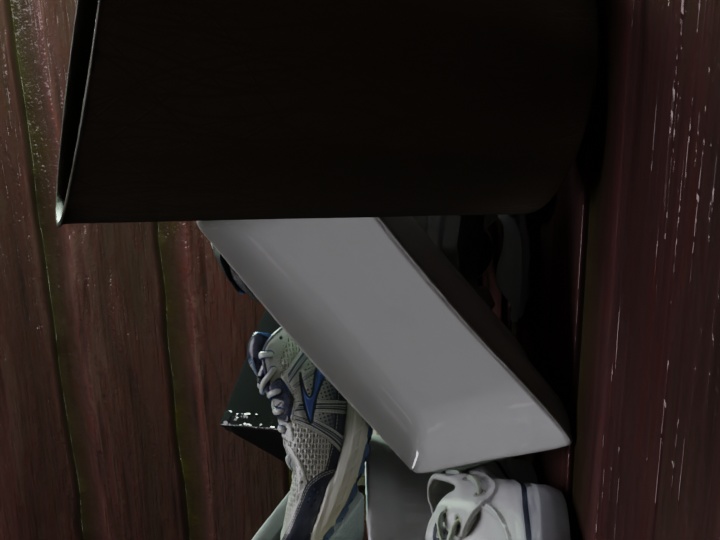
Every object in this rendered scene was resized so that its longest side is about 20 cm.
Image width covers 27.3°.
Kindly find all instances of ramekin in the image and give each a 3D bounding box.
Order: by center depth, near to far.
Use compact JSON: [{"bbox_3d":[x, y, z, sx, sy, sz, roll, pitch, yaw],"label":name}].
[{"bbox_3d":[0.053,0.205,0.946,0.200,0.097,0.201,179,90,-90],"label":"ramekin"}]

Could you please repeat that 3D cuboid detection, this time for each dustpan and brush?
[{"bbox_3d":[0.075,-0.060,0.793,0.140,0.057,0.200,-71,-11,-57],"label":"dustpan and brush"}]

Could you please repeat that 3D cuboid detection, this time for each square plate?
[{"bbox_3d":[0.009,0.020,0.779,0.198,0.028,0.200,49,157,-5],"label":"square plate"}]

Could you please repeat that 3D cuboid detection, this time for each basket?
[{"bbox_3d":[-0.014,-0.093,0.613,0.136,0.199,0.181,-112,32,-61],"label":"basket"}]

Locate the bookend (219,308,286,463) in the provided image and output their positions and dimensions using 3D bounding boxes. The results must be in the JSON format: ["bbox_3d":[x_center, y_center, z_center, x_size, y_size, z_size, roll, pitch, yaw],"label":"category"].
[{"bbox_3d":[0.014,0.080,1.230,0.199,0.092,0.200,35,-113,-37],"label":"bookend"}]

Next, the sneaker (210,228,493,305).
[{"bbox_3d":[0.000,0.000,0.997,0.112,0.199,0.073,-112,26,-69],"label":"sneaker"}]

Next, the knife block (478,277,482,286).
[{"bbox_3d":[0.065,0.080,1.165,0.176,0.064,0.200,-91,0,-46],"label":"knife block"}]

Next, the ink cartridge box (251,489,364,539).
[{"bbox_3d":[-0.060,0.233,1.026,0.160,0.047,0.200,-51,-14,-20],"label":"ink cartridge box"}]

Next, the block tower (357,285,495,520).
[{"bbox_3d":[0.027,0.095,1.037,0.200,0.054,0.058,-58,38,34],"label":"block tower"}]

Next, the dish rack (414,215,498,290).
[{"bbox_3d":[0.053,-0.032,0.895,0.172,0.043,0.200,77,-160,-50],"label":"dish rack"}]

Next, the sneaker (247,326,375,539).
[{"bbox_3d":[-0.031,0.072,0.910,0.077,0.085,0.201,122,161,-81],"label":"sneaker"}]

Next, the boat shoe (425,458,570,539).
[{"bbox_3d":[0.068,0.144,0.772,0.200,0.067,0.074,-171,79,-89],"label":"boat shoe"}]
